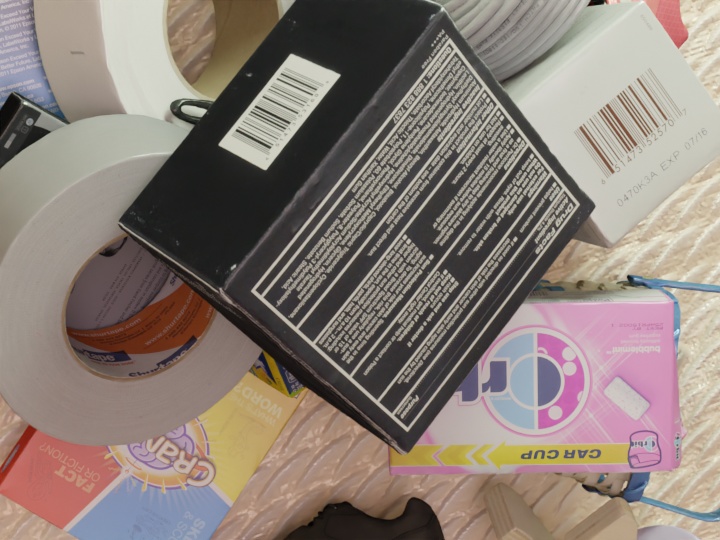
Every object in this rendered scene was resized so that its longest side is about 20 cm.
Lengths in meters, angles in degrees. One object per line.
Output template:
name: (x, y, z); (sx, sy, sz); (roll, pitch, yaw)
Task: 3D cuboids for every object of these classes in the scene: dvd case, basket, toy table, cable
dvd case: (-0.180, -0.006, 1.017); (0.200, 0.025, 0.150); (30, 95, -42)
basket: (0.203, 0.084, 1.167); (0.200, 0.139, 0.176); (13, 96, -7)
toy table: (0.153, 0.248, 1.160); (0.117, 0.184, 0.200); (33, 103, -33)
cable: (0.093, -0.220, 1.073); (0.069, 0.200, 0.200); (27, 121, -31)

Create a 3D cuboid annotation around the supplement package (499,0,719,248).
supplement package: (0.145, -0.103, 1.096); (0.117, 0.200, 0.117); (-41, 104, -6)

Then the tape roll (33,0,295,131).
tape roll: (-0.112, -0.162, 1.045); (0.202, 0.071, 0.203); (-9, 103, -46)

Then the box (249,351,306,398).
box: (0.000, 0.000, 1.114); (0.200, 0.064, 0.070); (-35, 124, -22)

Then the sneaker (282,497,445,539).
sneaker: (-0.030, 0.219, 1.172); (0.200, 0.076, 0.091); (-9, 66, 0)

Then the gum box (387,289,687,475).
gum box: (0.117, 0.073, 1.064); (0.200, 0.066, 0.114); (-1, 97, 2)

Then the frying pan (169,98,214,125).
frying pan: (-0.038, -0.076, 1.058); (0.190, 0.031, 0.115); (-19, 99, -33)

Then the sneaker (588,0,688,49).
sneaker: (0.189, -0.240, 1.166); (0.087, 0.074, 0.200); (-22, 106, -24)

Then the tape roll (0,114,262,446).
tape roll: (-0.147, 0.007, 0.983); (0.200, 0.066, 0.200); (-17, 126, -25)

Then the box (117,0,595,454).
box: (0.002, -0.033, 0.940); (0.200, 0.123, 0.198); (-52, 132, -8)

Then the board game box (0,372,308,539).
board game box: (-0.143, 0.108, 1.140); (0.153, 0.040, 0.200); (33, 89, -15)

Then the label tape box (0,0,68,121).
label tape box: (-0.241, -0.183, 1.064); (0.143, 0.066, 0.200); (-17, 100, -11)
